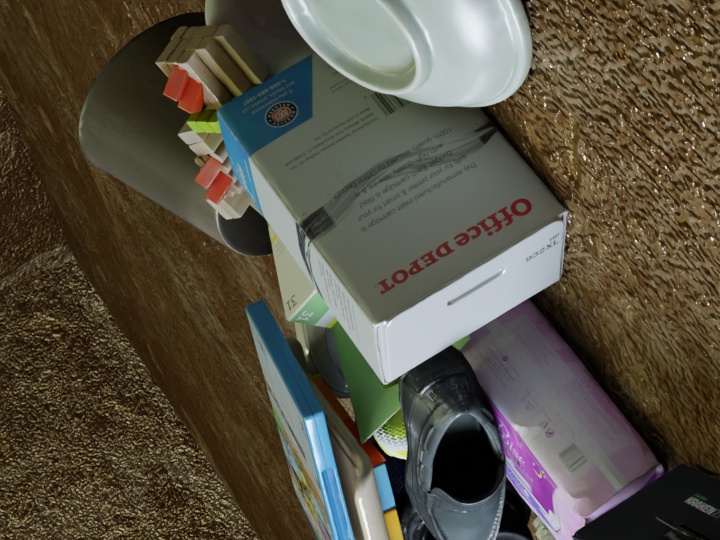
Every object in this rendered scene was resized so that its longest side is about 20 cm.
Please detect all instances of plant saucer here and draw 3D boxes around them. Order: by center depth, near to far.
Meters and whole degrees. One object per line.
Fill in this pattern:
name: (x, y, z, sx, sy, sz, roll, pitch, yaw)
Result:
plant saucer: (0.006, -0.158, 1.039, 0.199, 0.050, 0.201, 33, 157, 16)

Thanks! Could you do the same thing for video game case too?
video game case: (-0.039, 0.140, 1.336, 0.143, 0.018, 0.201, -123, 17, -51)

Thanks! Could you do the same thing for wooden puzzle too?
wooden puzzle: (-0.005, 0.170, 1.367, 0.200, 0.037, 0.186, -123, 17, -54)

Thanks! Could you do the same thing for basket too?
basket: (-0.122, -0.110, 1.515, 0.200, 0.180, 0.136, 41, 167, 43)

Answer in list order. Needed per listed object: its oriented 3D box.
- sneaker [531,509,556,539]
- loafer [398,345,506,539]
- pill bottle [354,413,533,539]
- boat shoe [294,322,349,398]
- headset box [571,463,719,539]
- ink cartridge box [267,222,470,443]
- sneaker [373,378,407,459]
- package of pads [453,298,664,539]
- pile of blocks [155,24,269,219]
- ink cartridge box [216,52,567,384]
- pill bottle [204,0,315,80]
sneaker: (0.150, 0.191, 1.281, 0.200, 0.093, 0.071, 50, 163, 37)
loafer: (0.066, 0.137, 1.204, 0.202, 0.068, 0.071, 77, 169, -45)
pill bottle: (0.070, 0.166, 1.396, 0.201, 0.111, 0.112, -112, 3, -49)
boat shoe: (-0.007, 0.000, 1.417, 0.068, 0.071, 0.202, 159, 117, -69)
headset box: (0.231, 0.229, 1.059, 0.201, 0.092, 0.174, 66, 165, -18)
ink cartridge box: (0.000, 0.000, 1.268, 0.146, 0.048, 0.201, -47, 43, 40)
sneaker: (0.037, 0.050, 1.346, 0.105, 0.075, 0.202, 56, -145, -67)
package of pads: (0.129, 0.108, 1.221, 0.200, 0.075, 0.121, 53, 169, 34)
pile of blocks: (-0.088, -0.087, 1.242, 0.082, 0.062, 0.201, 20, 154, 27)
ink cartridge box: (0.020, -0.050, 1.152, 0.201, 0.144, 0.084, 53, 166, 28)
pill bottle: (-0.054, -0.145, 1.309, 0.111, 0.110, 0.200, 55, 166, 22)
